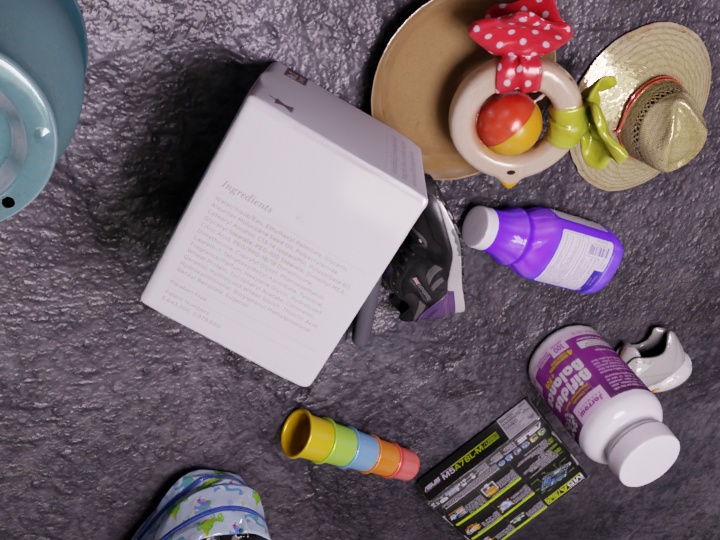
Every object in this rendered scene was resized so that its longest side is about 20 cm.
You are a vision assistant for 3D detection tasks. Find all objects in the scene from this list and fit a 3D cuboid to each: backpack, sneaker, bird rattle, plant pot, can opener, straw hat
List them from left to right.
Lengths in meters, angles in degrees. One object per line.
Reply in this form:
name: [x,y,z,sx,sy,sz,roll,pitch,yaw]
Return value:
plant pot: [-0.287,-0.129,0.599,0.199,0.188,0.201,-12,127,-17]
backpack: [-0.194,0.334,1.009,0.162,0.154,0.200,18,136,-30]
can opener: [0.000,0.000,0.902,0.052,0.067,0.201,6,131,-2]
sneaker: [0.060,-0.010,0.902,0.087,0.076,0.201,-18,137,-3]
plant pot: [0.099,-0.184,0.837,0.199,0.028,0.201,-12,127,-17]
bird rattle: [0.158,-0.157,0.807,0.163,0.113,0.200,-38,128,26]
sneaker: [0.358,0.148,1.164,0.200,0.076,0.092,-36,123,-7]
straw hat: [0.328,-0.157,0.919,0.200,0.085,0.202,-12,127,-16]

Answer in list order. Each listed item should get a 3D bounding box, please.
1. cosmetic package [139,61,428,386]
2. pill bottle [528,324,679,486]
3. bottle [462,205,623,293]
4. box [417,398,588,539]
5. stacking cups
cosmetic package: [-0.062,-0.046,0.743,0.164,0.165,0.201,29,111,-11]
pill bottle: [0.304,0.168,1.062,0.112,0.200,0.113,-12,127,-16]
bottle: [0.207,-0.029,0.968,0.199,0.065,0.084,12,117,-30]
box: [0.207,0.299,1.212,0.200,0.048,0.193,-39,132,4]
stacking cups: [-0.005,0.228,1.056,0.199,0.061,0.061,27,109,-35]
